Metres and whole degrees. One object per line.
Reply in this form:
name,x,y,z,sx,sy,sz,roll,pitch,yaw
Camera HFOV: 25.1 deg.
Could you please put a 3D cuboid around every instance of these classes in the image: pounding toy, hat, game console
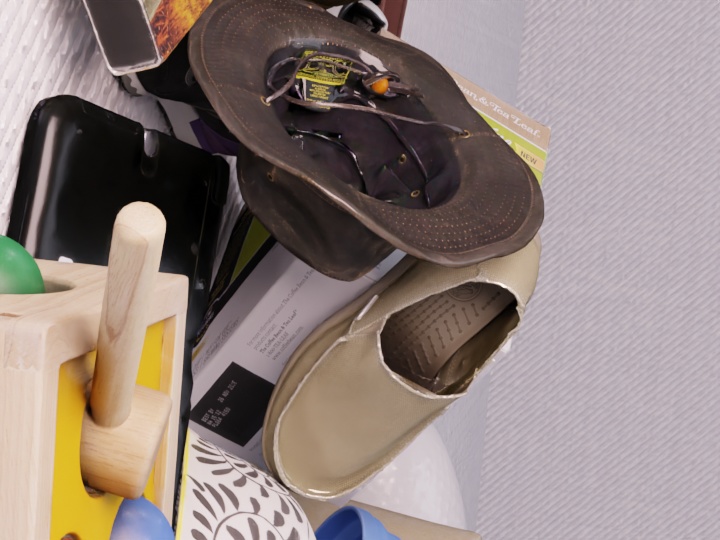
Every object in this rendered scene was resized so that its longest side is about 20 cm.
pounding toy,-0.119,0.064,0.580,0.184,0.142,0.200,-29,125,-78
hat,-0.012,-0.051,0.801,0.081,0.200,0.201,-57,-176,30
game console,-0.139,0.035,0.801,0.176,0.116,0.200,21,72,-48

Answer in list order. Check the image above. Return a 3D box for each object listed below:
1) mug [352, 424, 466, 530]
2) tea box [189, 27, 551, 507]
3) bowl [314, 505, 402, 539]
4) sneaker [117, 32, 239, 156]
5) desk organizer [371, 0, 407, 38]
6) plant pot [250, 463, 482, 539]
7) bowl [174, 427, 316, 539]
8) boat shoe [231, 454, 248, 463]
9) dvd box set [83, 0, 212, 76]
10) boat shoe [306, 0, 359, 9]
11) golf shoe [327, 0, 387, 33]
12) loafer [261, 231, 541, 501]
mug,-0.002,0.211,1.350,0.200,0.147,0.176,-22,113,-44
tea box,0.000,0.000,0.993,0.200,0.133,0.197,-47,-160,45
bowl,-0.030,0.242,0.979,0.201,0.039,0.201,-59,-169,19
sneaker,-0.070,-0.116,0.888,0.200,0.087,0.076,53,44,-74
desk organizer,-0.016,-0.150,1.179,0.077,0.072,0.200,69,31,-72
plant pot,-0.009,0.243,1.158,0.200,0.183,0.201,6,90,-79
bowl,-0.063,0.188,0.857,0.201,0.094,0.201,-170,-90,-82
boat shoe,-0.089,0.192,1.006,0.068,0.072,0.200,-64,161,-63
dvd box set,-0.097,-0.199,0.769,0.200,0.029,0.147,-67,145,-58
boat shoe,-0.010,-0.188,0.906,0.073,0.200,0.065,25,56,-77
golf shoe,-0.023,-0.173,1.098,0.200,0.094,0.078,-75,165,-46
loafer,0.016,0.049,0.836,0.200,0.076,0.068,-51,-166,20
